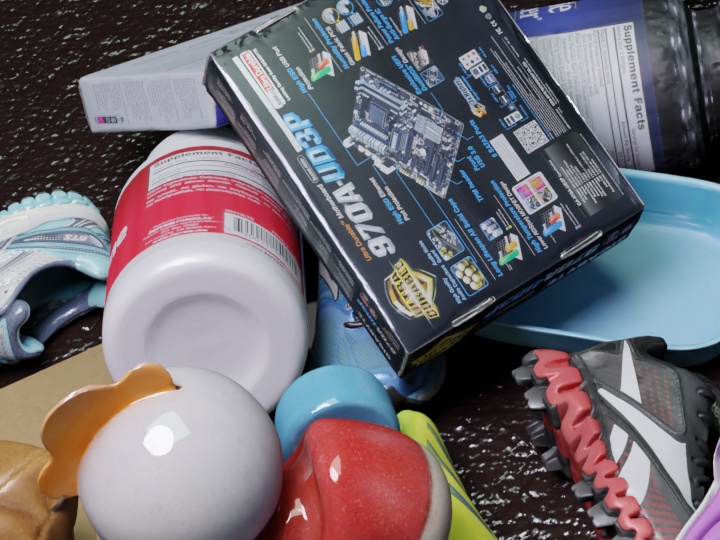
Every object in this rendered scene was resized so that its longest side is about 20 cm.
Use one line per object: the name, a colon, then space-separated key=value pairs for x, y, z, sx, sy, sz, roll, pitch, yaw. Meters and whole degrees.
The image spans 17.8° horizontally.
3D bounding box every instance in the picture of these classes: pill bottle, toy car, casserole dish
pill bottle: x=-0.087 y=-0.004 z=1.295 sx=0.111 sy=0.113 sz=0.200 roll=-13 pitch=27 yaw=3
toy car: x=-0.076 y=0.117 z=1.066 sx=0.177 sy=0.199 sz=0.185 roll=-47 pitch=30 yaw=18
pill bottle: x=0.141 y=-0.104 z=1.348 sx=0.198 sy=0.112 sz=0.112 roll=-9 pitch=41 yaw=8
casserole dish: x=0.130 y=-0.001 z=1.272 sx=0.198 sy=0.039 sz=0.122 roll=8 pitch=53 yaw=15

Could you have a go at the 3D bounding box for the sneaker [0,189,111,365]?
sneaker: x=-0.231 y=0.022 z=1.353 sx=0.199 sy=0.078 sz=0.086 roll=-28 pitch=45 yaw=-14

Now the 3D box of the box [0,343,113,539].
box: x=-0.189 y=0.124 z=1.264 sx=0.199 sy=0.021 sz=0.164 roll=-24 pitch=41 yaw=-9

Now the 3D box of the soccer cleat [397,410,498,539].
soccer cleat: x=0.047 y=0.148 z=1.149 sx=0.083 sy=0.065 sz=0.201 roll=10 pitch=33 yaw=-16

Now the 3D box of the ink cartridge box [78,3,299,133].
ink cartridge box: x=-0.041 y=-0.129 z=1.402 sx=0.196 sy=0.044 sz=0.199 roll=-22 pitch=16 yaw=-33

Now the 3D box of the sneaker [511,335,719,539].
sneaker: x=0.150 y=0.101 z=1.145 sx=0.097 sy=0.071 sz=0.201 roll=-19 pitch=41 yaw=-4

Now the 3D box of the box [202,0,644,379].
box: x=0.033 y=-0.067 z=1.239 sx=0.158 sy=0.046 sz=0.201 roll=-31 pitch=77 yaw=-17

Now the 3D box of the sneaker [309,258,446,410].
sneaker: x=0.000 y=0.000 z=1.292 sx=0.078 sy=0.090 sz=0.201 roll=-11 pitch=42 yaw=5

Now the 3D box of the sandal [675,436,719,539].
sandal: x=0.199 y=0.083 z=1.076 sx=0.082 sy=0.050 sz=0.203 roll=2 pitch=43 yaw=30

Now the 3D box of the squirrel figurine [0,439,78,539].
squirrel figurine: x=-0.207 y=0.150 z=1.102 sx=0.141 sy=0.200 sz=0.187 roll=8 pitch=58 yaw=35
